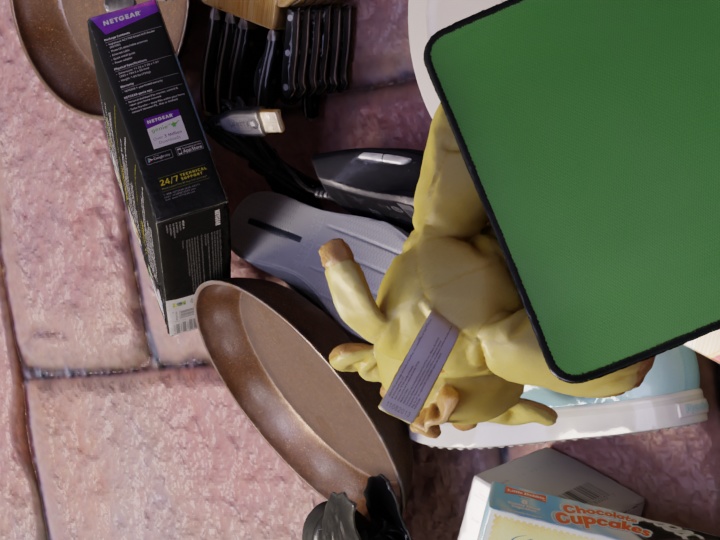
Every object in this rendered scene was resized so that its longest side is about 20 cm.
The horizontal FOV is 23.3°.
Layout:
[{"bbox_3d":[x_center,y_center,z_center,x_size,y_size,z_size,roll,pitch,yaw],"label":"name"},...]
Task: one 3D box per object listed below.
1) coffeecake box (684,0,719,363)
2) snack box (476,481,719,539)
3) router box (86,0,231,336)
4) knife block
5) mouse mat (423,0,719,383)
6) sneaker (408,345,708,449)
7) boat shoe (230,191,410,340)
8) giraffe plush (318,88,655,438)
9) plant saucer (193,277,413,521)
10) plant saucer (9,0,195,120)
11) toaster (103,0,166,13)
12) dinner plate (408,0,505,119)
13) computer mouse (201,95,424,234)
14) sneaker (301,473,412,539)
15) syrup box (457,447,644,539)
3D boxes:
[{"bbox_3d":[0.195,-0.065,0.929,0.153,0.073,0.201,28,116,35],"label":"coffeecake box"},{"bbox_3d":[0.156,0.198,0.972,0.199,0.037,0.117,14,111,4],"label":"snack box"},{"bbox_3d":[-0.130,-0.062,1.150,0.200,0.051,0.150,100,151,-68],"label":"router box"},{"bbox_3d":[-0.064,-0.201,1.139,0.175,0.064,0.200,-34,76,40],"label":"knife block"},{"bbox_3d":[0.134,-0.060,0.853,0.160,0.008,0.201,-22,72,5],"label":"mouse mat"},{"bbox_3d":[0.113,0.061,1.037,0.200,0.074,0.082,-10,83,35],"label":"sneaker"},{"bbox_3d":[0.000,0.000,1.122,0.200,0.071,0.072,30,92,42],"label":"boat shoe"},{"bbox_3d":[0.066,0.025,0.929,0.173,0.200,0.162,43,161,11],"label":"giraffe plush"},{"bbox_3d":[-0.031,0.080,1.135,0.200,0.034,0.200,42,156,24],"label":"plant saucer"},{"bbox_3d":[-0.181,-0.210,1.261,0.200,0.037,0.201,10,105,40],"label":"plant saucer"},{"bbox_3d":[-0.145,-0.269,1.122,0.113,0.129,0.201,6,77,2],"label":"toaster"},{"bbox_3d":[0.089,-0.139,0.953,0.200,0.024,0.201,9,102,46],"label":"dinner plate"},{"bbox_3d":[-0.002,-0.069,1.078,0.200,0.140,0.046,15,73,42],"label":"computer mouse"},{"bbox_3d":[0.011,0.220,1.123,0.104,0.060,0.200,13,120,62],"label":"sneaker"},{"bbox_3d":[0.099,0.219,1.067,0.081,0.079,0.201,27,115,35],"label":"syrup box"}]
